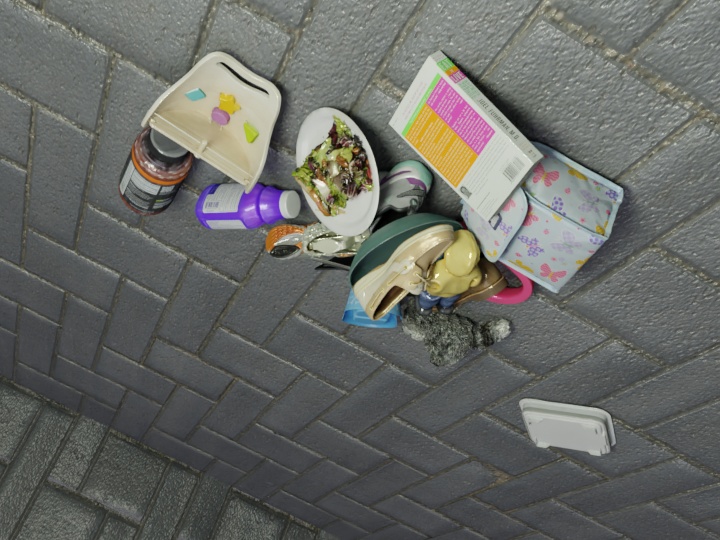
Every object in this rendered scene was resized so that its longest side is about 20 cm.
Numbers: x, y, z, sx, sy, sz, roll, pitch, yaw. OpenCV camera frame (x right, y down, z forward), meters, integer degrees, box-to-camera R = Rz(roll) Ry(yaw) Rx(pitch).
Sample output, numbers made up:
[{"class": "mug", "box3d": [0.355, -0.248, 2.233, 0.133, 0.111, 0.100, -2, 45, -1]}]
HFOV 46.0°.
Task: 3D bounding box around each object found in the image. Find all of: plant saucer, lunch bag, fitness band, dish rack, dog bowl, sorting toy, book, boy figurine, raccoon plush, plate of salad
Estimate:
[{"class": "plant saucer", "box3d": [0.066, -0.034, 1.319, 0.197, 0.036, 0.201, -21, 158, -9]}, {"class": "lunch bag", "box3d": [0.251, -0.082, 1.242, 0.198, 0.128, 0.170, 31, 148, 2]}, {"class": "fitness band", "box3d": [0.211, -0.009, 1.458, 0.199, 0.038, 0.143, 35, 147, -17]}, {"class": "dish rack", "box3d": [0.447, 0.347, 1.843, 0.197, 0.044, 0.173, 4, 143, 26]}, {"class": "dog bowl", "box3d": [0.023, 0.070, 1.626, 0.109, 0.051, 0.200, 7, 168, -2]}, {"class": "sorting toy", "box3d": [-0.207, -0.249, 1.308, 0.198, 0.108, 0.180, 32, 140, -15]}, {"class": "book", "box3d": [0.141, -0.180, 1.152, 0.200, 0.048, 0.134, 49, 145, 10]}, {"class": "boy figurine", "box3d": [0.134, 0.008, 1.334, 0.122, 0.066, 0.201, -4, 153, -12]}, {"class": "raccoon plush", "box3d": [0.172, 0.090, 1.621, 0.198, 0.097, 0.135, -28, 117, 15]}, {"class": "plate of salad", "box3d": [-0.045, -0.148, 1.308, 0.199, 0.048, 0.204, 26, 126, 43]}]

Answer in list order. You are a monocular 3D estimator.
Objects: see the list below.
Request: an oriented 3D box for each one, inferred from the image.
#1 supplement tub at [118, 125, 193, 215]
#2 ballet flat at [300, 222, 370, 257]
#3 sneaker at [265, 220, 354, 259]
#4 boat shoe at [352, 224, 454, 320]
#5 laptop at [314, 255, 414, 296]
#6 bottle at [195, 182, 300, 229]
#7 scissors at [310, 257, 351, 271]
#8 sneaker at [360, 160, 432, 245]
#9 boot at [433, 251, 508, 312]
[{"class": "supplement tub", "box3d": [-0.354, -0.183, 1.481, 0.106, 0.108, 0.200, 30, 147, -13]}, {"class": "ballet flat", "box3d": [-0.010, -0.049, 1.453, 0.196, 0.073, 0.072, -6, 143, 11]}, {"class": "sneaker", "box3d": [-0.068, -0.056, 1.546, 0.196, 0.077, 0.092, -1, 176, 14]}, {"class": "boat shoe", "box3d": [0.074, 0.007, 1.276, 0.073, 0.070, 0.199, 2, 146, -48]}, {"class": "laptop", "box3d": [0.043, 0.021, 1.534, 0.174, 0.104, 0.201, 1, 141, 26]}, {"class": "bottle", "box3d": [-0.199, -0.115, 1.508, 0.197, 0.085, 0.066, 0, 143, 30]}, {"class": "scissors", "box3d": [0.000, 0.000, 1.414, 0.072, 0.014, 0.199, 1, 166, 34]}, {"class": "sneaker", "box3d": [0.020, -0.088, 1.355, 0.077, 0.142, 0.199, 36, 145, -24]}, {"class": "boot", "box3d": [0.171, 0.019, 1.456, 0.076, 0.073, 0.199, 56, 148, -4]}]
